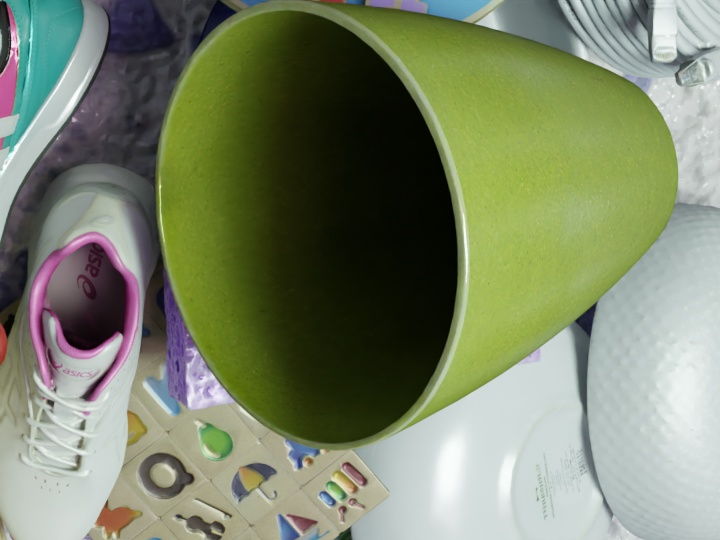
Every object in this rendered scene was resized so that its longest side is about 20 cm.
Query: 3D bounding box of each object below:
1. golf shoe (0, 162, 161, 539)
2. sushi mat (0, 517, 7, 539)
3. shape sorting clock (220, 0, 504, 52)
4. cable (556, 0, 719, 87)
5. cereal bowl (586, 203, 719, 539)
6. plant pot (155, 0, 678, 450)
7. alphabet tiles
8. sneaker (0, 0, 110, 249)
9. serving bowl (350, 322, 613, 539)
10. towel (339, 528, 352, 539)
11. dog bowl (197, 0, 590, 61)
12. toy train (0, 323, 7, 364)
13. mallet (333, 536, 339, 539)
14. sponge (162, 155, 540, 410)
[{"bbox_3d":[-0.142,0.051,0.941,0.075,0.092,0.200,9,107,-6],"label":"golf shoe"},{"bbox_3d":[-0.186,0.122,0.963,0.012,0.096,0.200,-11,113,-3],"label":"sushi mat"},{"bbox_3d":[-0.005,-0.195,0.929,0.200,0.039,0.200,3,74,-11],"label":"shape sorting clock"},{"bbox_3d":[0.165,-0.197,1.032,0.200,0.069,0.200,-18,99,-51],"label":"cable"},{"bbox_3d":[0.209,0.060,1.132,0.200,0.083,0.200,-3,94,-58],"label":"cereal bowl"},{"bbox_3d":[0.046,-0.034,0.880,0.200,0.187,0.187,-13,114,-42],"label":"plant pot"},{"bbox_3d":[-0.085,0.071,0.999,0.166,0.006,0.200,-38,105,8],"label":"alphabet tiles"},{"bbox_3d":[-0.206,-0.061,0.888,0.121,0.084,0.200,33,80,-40],"label":"sneaker"},{"bbox_3d":[0.085,0.110,1.092,0.200,0.066,0.200,-9,102,-46],"label":"serving bowl"},{"bbox_3d":[0.004,0.107,1.113,0.200,0.023,0.153,-48,125,-11],"label":"towel"},{"bbox_3d":[0.016,-0.086,1.018,0.200,0.079,0.200,-11,112,-28],"label":"dog bowl"},{"bbox_3d":[-0.237,0.088,0.861,0.116,0.085,0.200,24,119,5],"label":"toy train"},{"bbox_3d":[-0.028,0.095,1.050,0.041,0.066,0.200,-12,108,-6],"label":"mallet"},{"bbox_3d":[0.000,0.000,0.966,0.200,0.030,0.112,-6,103,-28],"label":"sponge"}]
